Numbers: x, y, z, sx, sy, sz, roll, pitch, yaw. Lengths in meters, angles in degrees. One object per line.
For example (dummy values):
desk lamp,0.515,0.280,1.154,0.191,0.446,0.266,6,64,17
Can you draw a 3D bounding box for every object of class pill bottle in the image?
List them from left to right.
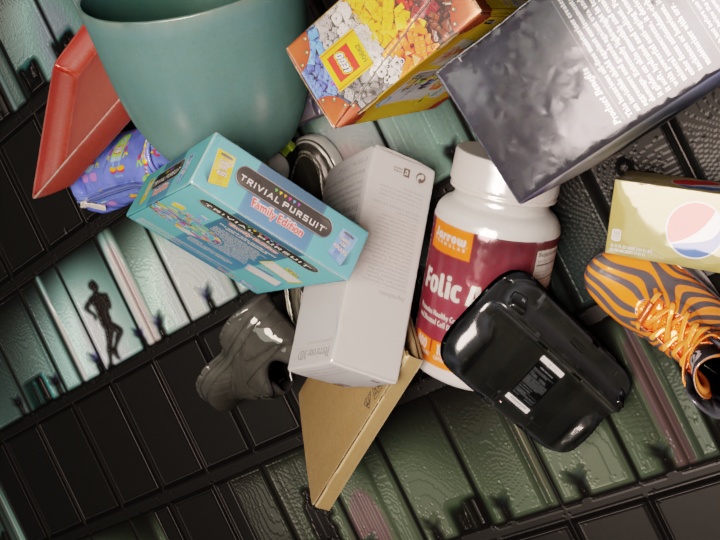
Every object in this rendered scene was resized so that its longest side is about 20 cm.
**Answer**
pill bottle,0.115,-0.005,0.818,0.113,0.114,0.203,17,110,24

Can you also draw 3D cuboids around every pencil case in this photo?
pencil case,-0.244,-0.109,0.984,0.199,0.088,0.078,-5,142,46

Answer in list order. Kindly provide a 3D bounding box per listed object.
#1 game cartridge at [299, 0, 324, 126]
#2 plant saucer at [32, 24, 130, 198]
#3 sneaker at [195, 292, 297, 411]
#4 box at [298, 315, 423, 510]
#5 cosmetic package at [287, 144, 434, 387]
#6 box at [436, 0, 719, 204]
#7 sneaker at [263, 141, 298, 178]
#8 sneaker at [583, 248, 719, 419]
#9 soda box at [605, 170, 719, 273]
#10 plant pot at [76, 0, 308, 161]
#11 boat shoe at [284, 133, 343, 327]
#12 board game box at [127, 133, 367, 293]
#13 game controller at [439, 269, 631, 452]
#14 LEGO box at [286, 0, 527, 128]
game cartridge,-0.121,-0.196,0.949,0.198,0.038,0.131,-17,90,31
plant saucer,-0.279,-0.197,0.973,0.199,0.036,0.202,-35,46,38
sneaker,-0.115,0.108,0.975,0.091,0.076,0.201,42,143,9
box,-0.007,0.107,0.902,0.021,0.164,0.201,18,120,-21
cosmetic package,0.000,0.000,0.838,0.101,0.073,0.203,-20,55,61
box,0.195,-0.163,0.685,0.197,0.199,0.124,-33,86,32
sneaker,-0.117,-0.085,0.952,0.072,0.083,0.199,44,151,-17
sneaker,0.267,0.049,0.748,0.199,0.112,0.078,30,115,19
soda box,0.304,-0.033,0.733,0.198,0.068,0.065,11,107,26
plant pot,-0.134,-0.187,0.831,0.198,0.201,0.163,9,129,27
boat shoe,-0.049,-0.035,0.930,0.070,0.064,0.203,2,103,28
board game box,-0.105,-0.041,0.799,0.150,0.047,0.199,32,162,-22
game controller,0.155,0.084,0.791,0.104,0.042,0.200,-42,122,13
LEGO box,0.057,-0.197,0.752,0.148,0.200,0.078,-33,87,30
